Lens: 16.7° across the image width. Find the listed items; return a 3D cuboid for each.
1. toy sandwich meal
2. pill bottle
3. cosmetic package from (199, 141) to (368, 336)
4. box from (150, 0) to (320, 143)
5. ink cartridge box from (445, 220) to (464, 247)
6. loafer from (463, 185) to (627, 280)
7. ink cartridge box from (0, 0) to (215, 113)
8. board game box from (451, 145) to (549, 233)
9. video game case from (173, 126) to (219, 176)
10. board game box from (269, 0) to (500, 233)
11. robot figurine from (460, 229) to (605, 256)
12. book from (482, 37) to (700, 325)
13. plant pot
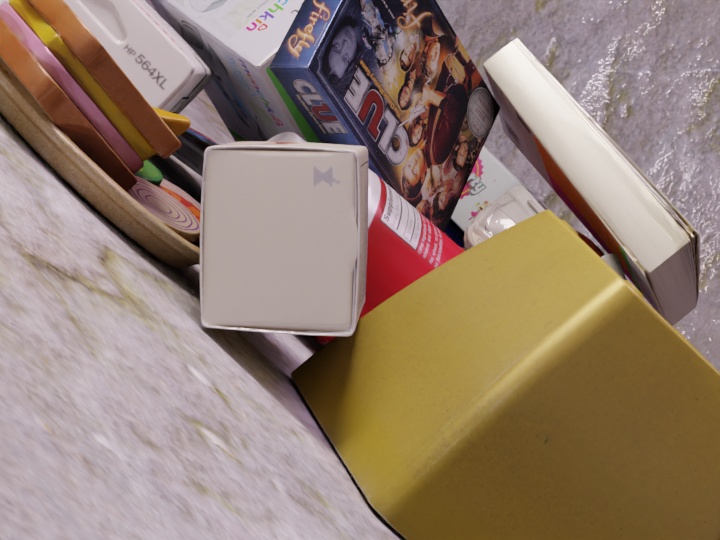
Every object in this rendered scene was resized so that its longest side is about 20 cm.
[{"bbox_3d":[-0.143,-0.086,1.413,0.205,0.070,0.205,44,4,-4],"label":"toy sandwich meal"},{"bbox_3d":[0.000,0.000,1.654,0.200,0.112,0.112,40,5,-24],"label":"pill bottle"},{"bbox_3d":[-0.040,-0.022,1.396,0.086,0.104,0.200,2,2,1],"label":"cosmetic package"},{"bbox_3d":[-0.043,-0.139,1.797,0.176,0.097,0.201,40,-15,46],"label":"box"},{"bbox_3d":[0.037,-0.051,2.021,0.196,0.043,0.200,47,2,32],"label":"ink cartridge box"},{"bbox_3d":[0.161,0.019,1.692,0.200,0.070,0.070,42,-14,10],"label":"loafer"},{"bbox_3d":[-0.181,-0.158,1.675,0.146,0.084,0.200,45,3,-2],"label":"ink cartridge box"},{"bbox_3d":[0.119,-0.041,2.002,0.148,0.064,0.200,47,3,35],"label":"board game box"},{"bbox_3d":[-0.089,-0.066,1.846,0.200,0.018,0.143,36,5,29],"label":"video game case"},{"bbox_3d":[0.021,-0.125,1.690,0.034,0.136,0.200,4,-34,35],"label":"board game box"},{"bbox_3d":[0.122,0.036,1.832,0.200,0.143,0.118,148,-68,-64],"label":"robot figurine"},{"bbox_3d":[0.165,-0.059,1.761,0.200,0.048,0.134,51,-5,22],"label":"book"},{"bbox_3d":[0.108,0.088,1.371,0.200,0.176,0.200,43,4,-24],"label":"plant pot"}]
